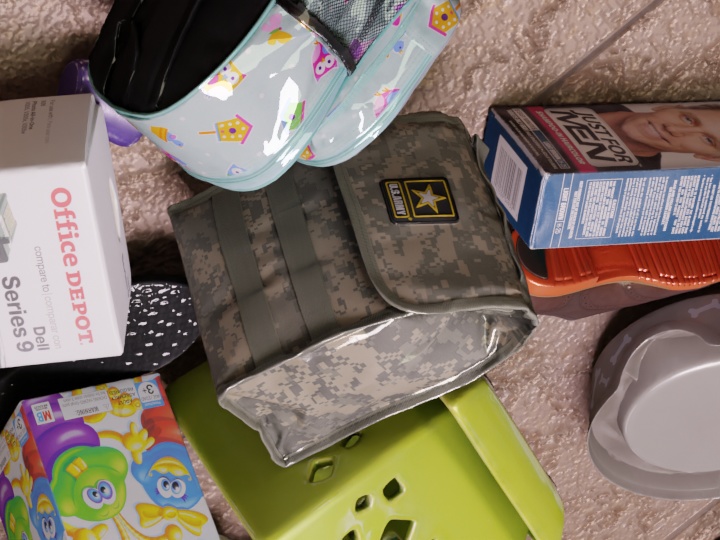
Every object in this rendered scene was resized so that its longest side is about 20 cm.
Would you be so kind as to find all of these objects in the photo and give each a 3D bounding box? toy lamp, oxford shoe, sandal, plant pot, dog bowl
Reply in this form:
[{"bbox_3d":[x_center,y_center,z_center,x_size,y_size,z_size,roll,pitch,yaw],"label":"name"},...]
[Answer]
[{"bbox_3d":[-0.095,-0.093,1.350,0.199,0.058,0.058,15,116,-30],"label":"toy lamp"},{"bbox_3d":[0.179,-0.004,1.528,0.199,0.071,0.073,-1,151,-25],"label":"oxford shoe"},{"bbox_3d":[-0.191,0.050,1.420,0.200,0.048,0.075,-30,131,15],"label":"sandal"},{"bbox_3d":[0.012,0.135,1.431,0.181,0.200,0.199,-38,128,-4],"label":"plant pot"},{"bbox_3d":[0.262,0.092,1.584,0.199,0.059,0.201,-5,141,-4],"label":"dog bowl"}]

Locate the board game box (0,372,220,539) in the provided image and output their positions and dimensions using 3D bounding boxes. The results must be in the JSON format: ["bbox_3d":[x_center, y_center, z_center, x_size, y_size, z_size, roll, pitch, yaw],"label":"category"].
[{"bbox_3d":[-0.159,0.186,1.395,0.103,0.201,0.105,-11,156,-31],"label":"board game box"}]

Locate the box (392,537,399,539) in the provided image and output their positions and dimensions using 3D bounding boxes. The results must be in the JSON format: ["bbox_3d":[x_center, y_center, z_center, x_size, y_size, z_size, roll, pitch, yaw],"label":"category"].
[{"bbox_3d":[0.050,0.280,1.668,0.117,0.048,0.201,-12,128,-14],"label":"box"}]

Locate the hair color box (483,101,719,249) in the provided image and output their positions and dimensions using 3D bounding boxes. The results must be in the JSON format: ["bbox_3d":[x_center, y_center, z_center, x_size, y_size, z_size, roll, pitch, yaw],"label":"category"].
[{"bbox_3d":[0.191,-0.068,1.455,0.199,0.100,0.061,-3,122,-21],"label":"hair color box"}]

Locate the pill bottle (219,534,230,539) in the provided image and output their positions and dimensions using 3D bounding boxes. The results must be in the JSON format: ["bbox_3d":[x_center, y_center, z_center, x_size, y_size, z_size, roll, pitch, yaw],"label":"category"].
[{"bbox_3d":[-0.145,0.239,1.518,0.199,0.112,0.112,10,118,-27],"label":"pill bottle"}]

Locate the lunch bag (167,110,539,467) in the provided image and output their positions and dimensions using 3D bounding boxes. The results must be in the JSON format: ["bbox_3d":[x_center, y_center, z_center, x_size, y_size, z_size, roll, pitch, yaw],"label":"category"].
[{"bbox_3d":[0.000,0.000,1.319,0.199,0.165,0.118,-25,142,10],"label":"lunch bag"}]

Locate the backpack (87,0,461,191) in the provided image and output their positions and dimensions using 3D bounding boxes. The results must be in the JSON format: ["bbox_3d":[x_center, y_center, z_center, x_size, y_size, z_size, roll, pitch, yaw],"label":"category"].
[{"bbox_3d":[-0.054,-0.143,1.241,0.200,0.176,0.153,-48,126,-7],"label":"backpack"}]

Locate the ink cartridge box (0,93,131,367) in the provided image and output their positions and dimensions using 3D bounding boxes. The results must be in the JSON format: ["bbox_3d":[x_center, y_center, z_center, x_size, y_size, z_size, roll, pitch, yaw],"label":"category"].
[{"bbox_3d":[-0.247,-0.018,1.290,0.199,0.084,0.147,-6,125,1],"label":"ink cartridge box"}]
